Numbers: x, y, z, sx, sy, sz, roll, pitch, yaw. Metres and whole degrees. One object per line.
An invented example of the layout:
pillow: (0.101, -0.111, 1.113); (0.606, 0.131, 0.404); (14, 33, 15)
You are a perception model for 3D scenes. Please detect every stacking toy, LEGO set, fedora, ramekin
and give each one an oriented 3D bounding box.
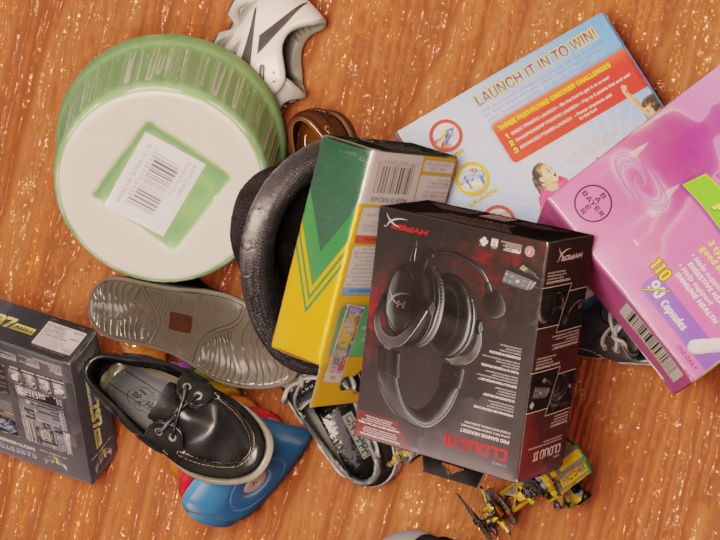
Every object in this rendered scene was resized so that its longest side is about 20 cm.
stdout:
stacking toy: (-0.151, 0.118, 1.694); (0.110, 0.116, 0.200); (-49, 64, 9)
LEGO set: (0.084, 0.137, 1.572); (0.116, 0.154, 0.200); (-35, 89, -12)
fedora: (-0.042, -0.019, 1.576); (0.091, 0.200, 0.201); (24, 98, 46)
ramekin: (-0.162, -0.088, 1.627); (0.199, 0.098, 0.201); (0, 115, 1)

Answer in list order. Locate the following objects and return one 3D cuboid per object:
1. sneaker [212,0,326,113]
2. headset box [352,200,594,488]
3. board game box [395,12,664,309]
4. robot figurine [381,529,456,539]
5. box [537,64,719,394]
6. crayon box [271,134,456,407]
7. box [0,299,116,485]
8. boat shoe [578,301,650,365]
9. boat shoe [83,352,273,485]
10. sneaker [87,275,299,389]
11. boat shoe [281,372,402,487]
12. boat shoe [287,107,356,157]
sneaker: (-0.098, -0.151, 1.684); (0.088, 0.074, 0.201); (30, 99, 19)
headset box: (0.082, 0.059, 1.452); (0.148, 0.077, 0.201); (14, 102, 33)
board game box: (0.161, -0.073, 1.569); (0.199, 0.056, 0.196); (-30, 79, -4)
robot figurine: (0.084, 0.289, 1.584); (0.199, 0.125, 0.151); (18, 96, 21)
box: (0.268, -0.037, 1.481); (0.200, 0.097, 0.176); (-37, 82, -6)
crayon box: (0.000, 0.000, 1.500); (0.051, 0.126, 0.201); (19, 100, 31)
box: (-0.319, 0.095, 1.724); (0.199, 0.051, 0.158); (16, 135, 20)
boat shoe: (0.224, 0.041, 1.574); (0.199, 0.063, 0.073); (6, 94, 20)
boat shoe: (-0.156, 0.114, 1.605); (0.199, 0.066, 0.075); (32, 86, 40)
sneaker: (-0.124, 0.042, 1.671); (0.199, 0.106, 0.075); (19, 103, 19)
boat shoe: (-0.037, 0.098, 1.661); (0.073, 0.068, 0.200); (-30, 79, 16)
boat shoe: (-0.020, -0.043, 1.658); (0.072, 0.068, 0.201); (-21, 82, 18)
